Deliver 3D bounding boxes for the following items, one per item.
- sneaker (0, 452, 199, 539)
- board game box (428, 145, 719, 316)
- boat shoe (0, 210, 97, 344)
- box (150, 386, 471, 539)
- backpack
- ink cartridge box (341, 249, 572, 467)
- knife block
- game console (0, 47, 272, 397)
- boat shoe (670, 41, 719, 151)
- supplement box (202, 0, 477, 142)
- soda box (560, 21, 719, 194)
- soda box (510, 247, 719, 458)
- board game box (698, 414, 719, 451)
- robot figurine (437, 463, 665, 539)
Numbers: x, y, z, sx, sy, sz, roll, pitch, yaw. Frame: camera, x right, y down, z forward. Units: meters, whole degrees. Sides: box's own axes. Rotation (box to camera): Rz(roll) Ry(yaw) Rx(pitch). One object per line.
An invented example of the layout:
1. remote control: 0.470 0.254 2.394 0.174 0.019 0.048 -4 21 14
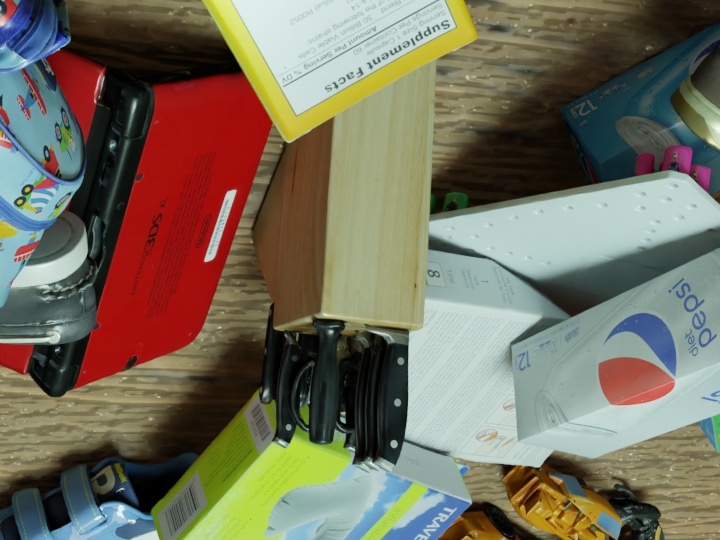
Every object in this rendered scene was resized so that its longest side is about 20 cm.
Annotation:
1. sneaker: -0.183 0.162 0.887 0.197 0.074 0.083 -9 129 -23
2. board game box: 0.161 -0.004 0.829 0.198 0.026 0.199 -8 148 45
3. boat shoe: -0.229 0.003 0.705 0.197 0.074 0.061 1 125 8
4. box: -0.021 0.155 0.889 0.199 0.048 0.122 26 115 -40
5. backpack: -0.188 -0.090 0.588 0.134 0.183 0.201 -35 116 5
6. ink cartridge box: 0.070 0.061 0.892 0.198 0.051 0.161 7 138 -29
7. knife block: 0.000 0.000 0.750 0.063 0.176 0.202 8 124 -26
8. game console: -0.158 -0.046 0.762 0.171 0.118 0.202 -20 141 -47
9. boat shoe: 0.267 -0.079 0.767 0.198 0.074 0.065 12 128 -28
10. supplement box: -0.040 -0.182 0.634 0.108 0.110 0.201 -27 131 3
11. soda box: 0.226 -0.104 0.824 0.198 0.064 0.068 -28 132 3
12. soda box: 0.175 0.047 0.777 0.068 0.064 0.199 17 150 -34
13. board game box: 0.333 0.035 0.994 0.198 0.037 0.152 -24 131 -2
14. robot figurine: 0.154 0.220 1.061 0.145 0.059 0.199 -43 128 17
